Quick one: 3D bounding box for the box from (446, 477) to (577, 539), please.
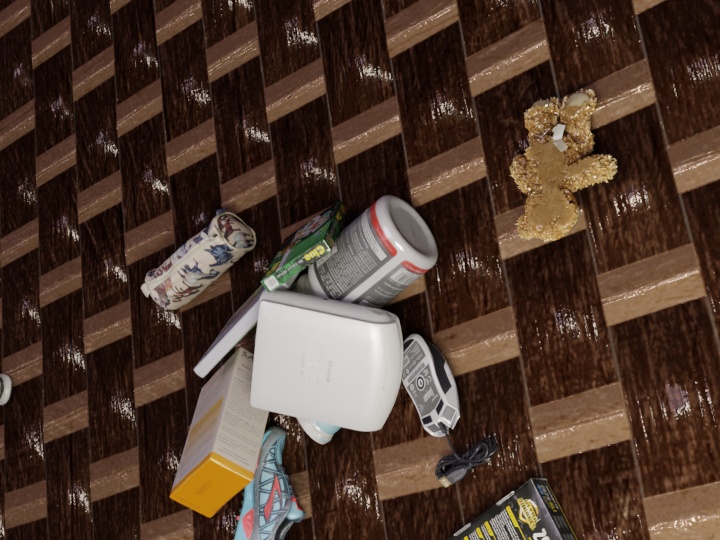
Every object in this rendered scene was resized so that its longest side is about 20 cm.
[{"bbox_3d":[0.196,0.373,1.268,0.159,0.049,0.202,-41,57,22],"label":"box"}]

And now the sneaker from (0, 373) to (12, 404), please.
[{"bbox_3d":[-0.763,0.215,2.058,0.198,0.115,0.077,-3,77,39],"label":"sneaker"}]

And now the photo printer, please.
[{"bbox_3d":[-0.042,0.120,1.427,0.196,0.069,0.169,11,108,10],"label":"photo printer"}]

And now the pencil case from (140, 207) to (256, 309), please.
[{"bbox_3d":[-0.259,-0.014,1.711,0.199,0.089,0.079,-36,60,29],"label":"pencil case"}]

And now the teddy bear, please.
[{"bbox_3d":[0.248,-0.130,1.342,0.143,0.067,0.203,-21,60,24],"label":"teddy bear"}]

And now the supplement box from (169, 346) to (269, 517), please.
[{"bbox_3d":[-0.191,0.229,1.536,0.126,0.073,0.202,-44,24,39],"label":"supplement box"}]

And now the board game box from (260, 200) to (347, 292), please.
[{"bbox_3d":[-0.074,-0.036,1.478,0.104,0.200,0.024,-31,103,15],"label":"board game box"}]

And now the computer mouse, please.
[{"bbox_3d":[0.107,0.171,1.389,0.110,0.043,0.202,-51,51,44],"label":"computer mouse"}]

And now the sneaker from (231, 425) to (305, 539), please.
[{"bbox_3d":[-0.117,0.325,1.538,0.094,0.079,0.204,7,83,17],"label":"sneaker"}]

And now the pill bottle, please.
[{"bbox_3d":[0.000,0.000,1.474,0.199,0.115,0.117,-39,58,26],"label":"pill bottle"}]

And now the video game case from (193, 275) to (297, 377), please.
[{"bbox_3d":[-0.149,0.050,1.566,0.022,0.182,0.200,42,113,-7],"label":"video game case"}]

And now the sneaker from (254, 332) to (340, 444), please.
[{"bbox_3d":[-0.075,0.144,1.539,0.082,0.074,0.201,-43,64,14],"label":"sneaker"}]
